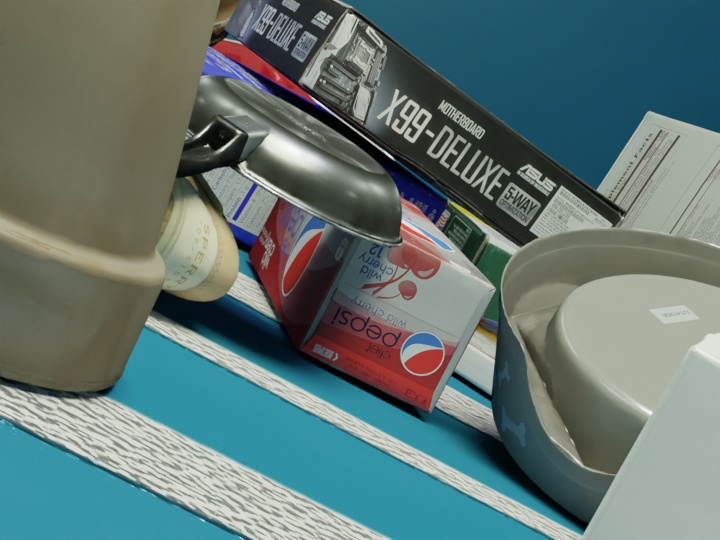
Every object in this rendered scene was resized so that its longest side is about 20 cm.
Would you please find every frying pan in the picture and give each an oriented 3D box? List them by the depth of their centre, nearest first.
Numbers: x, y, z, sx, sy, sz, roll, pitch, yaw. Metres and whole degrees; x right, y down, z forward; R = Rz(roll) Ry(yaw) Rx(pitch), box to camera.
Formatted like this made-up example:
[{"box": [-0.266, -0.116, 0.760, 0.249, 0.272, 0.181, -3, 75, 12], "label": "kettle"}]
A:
[{"box": [-0.052, -0.054, 0.873, 0.189, 0.031, 0.115, 21, 14, -49], "label": "frying pan"}]

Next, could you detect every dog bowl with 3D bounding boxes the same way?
[{"box": [0.146, 0.057, 0.966, 0.198, 0.059, 0.200, 14, 27, -7], "label": "dog bowl"}]

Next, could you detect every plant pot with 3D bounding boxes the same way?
[{"box": [-0.119, -0.087, 0.673, 0.199, 0.174, 0.200, 30, 6, -3], "label": "plant pot"}]

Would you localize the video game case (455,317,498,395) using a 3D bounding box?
[{"box": [0.095, 0.059, 1.210, 0.143, 0.018, 0.200, 32, 7, 27], "label": "video game case"}]

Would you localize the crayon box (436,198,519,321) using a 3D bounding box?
[{"box": [0.142, 0.029, 1.523, 0.199, 0.051, 0.127, 27, 7, -15], "label": "crayon box"}]

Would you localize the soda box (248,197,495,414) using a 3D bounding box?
[{"box": [0.000, 0.000, 1.029, 0.070, 0.064, 0.200, 26, 6, -13], "label": "soda box"}]

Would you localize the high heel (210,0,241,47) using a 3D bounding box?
[{"box": [-0.136, -0.155, 1.322, 0.200, 0.141, 0.072, 1, 74, -87], "label": "high heel"}]

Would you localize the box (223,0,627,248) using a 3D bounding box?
[{"box": [0.032, -0.082, 1.229, 0.199, 0.050, 0.158, 35, 3, -23], "label": "box"}]

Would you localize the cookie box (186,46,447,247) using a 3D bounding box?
[{"box": [-0.079, -0.074, 1.208, 0.199, 0.076, 0.171, 27, 7, -34], "label": "cookie box"}]

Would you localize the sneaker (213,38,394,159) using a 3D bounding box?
[{"box": [-0.068, -0.110, 1.568, 0.199, 0.079, 0.115, 30, 5, 17], "label": "sneaker"}]

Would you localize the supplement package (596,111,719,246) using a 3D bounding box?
[{"box": [0.222, 0.026, 1.268, 0.151, 0.151, 0.200, 35, -4, -29], "label": "supplement package"}]

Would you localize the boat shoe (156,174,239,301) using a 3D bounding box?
[{"box": [-0.115, -0.049, 0.903, 0.064, 0.071, 0.200, 29, 15, -45], "label": "boat shoe"}]

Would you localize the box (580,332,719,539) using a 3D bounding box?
[{"box": [0.181, 0.114, 0.779, 0.199, 0.098, 0.124, 31, 7, 11], "label": "box"}]
